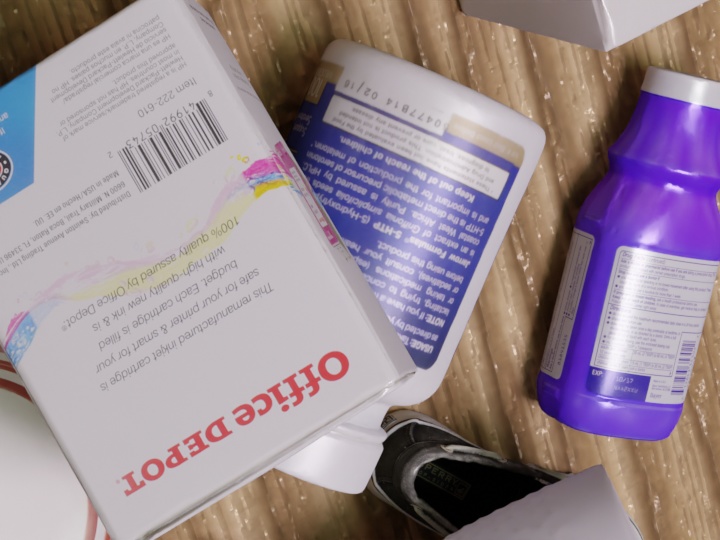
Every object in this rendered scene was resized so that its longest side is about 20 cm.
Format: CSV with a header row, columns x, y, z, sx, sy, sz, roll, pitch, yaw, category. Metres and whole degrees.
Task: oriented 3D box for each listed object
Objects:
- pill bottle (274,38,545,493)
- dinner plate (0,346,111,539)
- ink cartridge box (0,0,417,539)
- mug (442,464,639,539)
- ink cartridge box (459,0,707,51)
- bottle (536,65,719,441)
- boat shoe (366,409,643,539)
x,y,z,sx,sy,sz,roll,pitch,yaw,category
0.000,0.000,0.916,0.119,0.120,0.201,22,92,-29,pill bottle
-0.201,0.125,0.904,0.199,0.024,0.201,-7,107,-25,dinner plate
-0.086,0.000,0.825,0.144,0.085,0.201,-31,84,6,ink cartridge box
0.080,0.209,0.960,0.175,0.148,0.200,-26,155,4,mug
0.143,-0.219,0.914,0.199,0.147,0.145,-28,114,-18,ink cartridge box
0.156,-0.009,1.023,0.083,0.065,0.201,7,100,-29,bottle
0.089,0.140,1.029,0.199,0.064,0.071,25,91,-30,boat shoe
